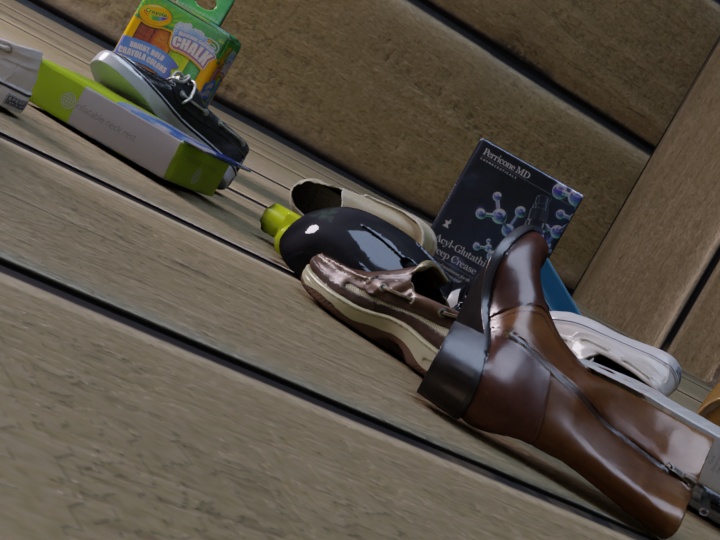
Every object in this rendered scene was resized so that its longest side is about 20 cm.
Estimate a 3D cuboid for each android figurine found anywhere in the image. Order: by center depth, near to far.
[{"bbox_3d":[0.000,0.000,1.403,0.200,0.041,0.182,32,5,31],"label":"android figurine"}]

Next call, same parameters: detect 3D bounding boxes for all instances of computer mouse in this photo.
[{"bbox_3d":[0.024,-0.007,1.278,0.200,0.053,0.139,25,39,16],"label":"computer mouse"}]

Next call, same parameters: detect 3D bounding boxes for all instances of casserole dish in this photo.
[{"bbox_3d":[0.226,0.042,1.821,0.200,0.039,0.121,57,19,-23],"label":"casserole dish"}]

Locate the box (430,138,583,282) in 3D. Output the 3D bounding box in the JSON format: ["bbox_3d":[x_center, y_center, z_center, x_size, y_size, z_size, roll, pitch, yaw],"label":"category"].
[{"bbox_3d":[0.169,-0.047,1.917,0.148,0.200,0.107,29,5,0],"label":"box"}]

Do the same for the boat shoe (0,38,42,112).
[{"bbox_3d":[-0.355,-0.208,1.314,0.200,0.065,0.074,31,6,18],"label":"boat shoe"}]

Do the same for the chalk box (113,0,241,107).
[{"bbox_3d":[-0.234,-0.275,1.908,0.125,0.200,0.124,29,5,0],"label":"chalk box"}]

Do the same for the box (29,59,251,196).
[{"bbox_3d":[-0.217,-0.134,1.465,0.200,0.048,0.122,30,4,17],"label":"box"}]

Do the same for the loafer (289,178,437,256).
[{"bbox_3d":[-0.006,-0.054,1.764,0.200,0.076,0.068,21,3,23],"label":"loafer"}]

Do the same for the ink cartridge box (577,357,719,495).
[{"bbox_3d":[0.268,0.141,1.277,0.200,0.047,0.160,29,3,19],"label":"ink cartridge box"}]

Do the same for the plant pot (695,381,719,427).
[{"bbox_3d":[0.404,0.159,1.461,0.186,0.187,0.200,33,20,34],"label":"plant pot"}]

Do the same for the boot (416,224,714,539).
[{"bbox_3d":[0.160,0.069,1.044,0.200,0.069,0.188,29,37,4],"label":"boot"}]

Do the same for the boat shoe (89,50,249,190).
[{"bbox_3d":[-0.195,-0.172,1.580,0.199,0.068,0.074,41,-23,-22],"label":"boat shoe"}]

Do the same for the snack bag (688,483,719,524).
[{"bbox_3d":[0.293,0.188,1.298,0.200,0.021,0.189,31,5,14],"label":"snack bag"}]

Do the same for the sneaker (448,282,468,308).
[{"bbox_3d":[0.132,0.040,1.580,0.083,0.072,0.200,31,5,28],"label":"sneaker"}]

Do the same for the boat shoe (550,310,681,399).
[{"bbox_3d":[0.263,0.106,1.717,0.200,0.072,0.066,23,36,24],"label":"boat shoe"}]

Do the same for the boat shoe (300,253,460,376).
[{"bbox_3d":[0.040,0.027,1.164,0.202,0.075,0.075,33,6,34],"label":"boat shoe"}]
